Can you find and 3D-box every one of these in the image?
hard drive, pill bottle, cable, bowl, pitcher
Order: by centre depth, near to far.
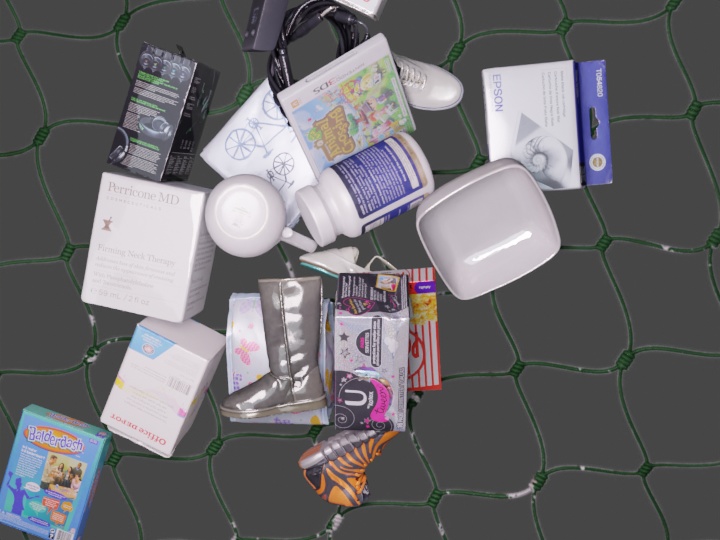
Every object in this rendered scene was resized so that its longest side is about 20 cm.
[{"bbox_3d":[-0.147,-0.072,1.564,0.169,0.200,0.123,19,88,0],"label":"pitcher"},{"bbox_3d":[-0.137,-0.435,1.587,0.042,0.135,0.203,12,96,-17],"label":"hard drive"},{"bbox_3d":[0.006,-0.122,1.587,0.198,0.116,0.117,-27,94,-12],"label":"pill bottle"},{"bbox_3d":[-0.080,-0.320,1.590,0.162,0.051,0.202,32,104,23],"label":"cable"},{"bbox_3d":[0.194,-0.074,1.596,0.198,0.075,0.201,-26,125,9],"label":"bowl"}]

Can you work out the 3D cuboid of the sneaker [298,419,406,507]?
[{"bbox_3d":[0.005,0.312,1.684,0.198,0.078,0.113,-29,97,17],"label":"sneaker"}]

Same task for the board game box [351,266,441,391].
[{"bbox_3d":[0.051,0.098,1.632,0.149,0.046,0.203,-4,118,5],"label":"board game box"}]

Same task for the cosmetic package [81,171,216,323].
[{"bbox_3d":[-0.323,-0.041,1.619,0.165,0.166,0.203,11,96,3],"label":"cosmetic package"}]

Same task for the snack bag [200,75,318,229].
[{"bbox_3d":[-0.130,-0.189,1.663,0.200,0.021,0.189,43,98,0],"label":"snack bag"}]

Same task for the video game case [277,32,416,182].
[{"bbox_3d":[-0.016,-0.239,1.564,0.181,0.201,0.022,-31,52,-4],"label":"video game case"}]

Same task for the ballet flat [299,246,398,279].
[{"bbox_3d":[0.000,0.000,1.655,0.198,0.069,0.070,24,97,-6],"label":"ballet flat"}]

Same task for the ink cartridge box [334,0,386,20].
[{"bbox_3d":[0.001,-0.510,1.590,0.144,0.083,0.202,25,98,2],"label":"ink cartridge box"}]

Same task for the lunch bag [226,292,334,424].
[{"bbox_3d":[-0.123,0.134,1.645,0.167,0.127,0.203,-1,105,6],"label":"lunch bag"}]

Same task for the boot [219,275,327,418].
[{"bbox_3d":[-0.135,0.113,1.549,0.179,0.073,0.203,-8,101,-6],"label":"boot"}]

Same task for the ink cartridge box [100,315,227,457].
[{"bbox_3d":[-0.318,0.185,1.653,0.127,0.125,0.202,26,105,2],"label":"ink cartridge box"}]

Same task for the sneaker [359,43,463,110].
[{"bbox_3d":[0.066,-0.301,1.612,0.197,0.071,0.074,16,97,2],"label":"sneaker"}]

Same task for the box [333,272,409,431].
[{"bbox_3d":[0.015,0.123,1.545,0.113,0.133,0.203,1,119,2],"label":"box"}]

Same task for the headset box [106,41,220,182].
[{"bbox_3d":[-0.299,-0.247,1.592,0.091,0.174,0.203,19,97,2],"label":"headset box"}]

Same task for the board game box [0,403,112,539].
[{"bbox_3d":[-0.519,0.346,1.733,0.150,0.045,0.203,19,97,3],"label":"board game box"}]

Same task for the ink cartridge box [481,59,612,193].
[{"bbox_3d":[0.296,-0.225,1.618,0.197,0.041,0.203,-5,95,5],"label":"ink cartridge box"}]
